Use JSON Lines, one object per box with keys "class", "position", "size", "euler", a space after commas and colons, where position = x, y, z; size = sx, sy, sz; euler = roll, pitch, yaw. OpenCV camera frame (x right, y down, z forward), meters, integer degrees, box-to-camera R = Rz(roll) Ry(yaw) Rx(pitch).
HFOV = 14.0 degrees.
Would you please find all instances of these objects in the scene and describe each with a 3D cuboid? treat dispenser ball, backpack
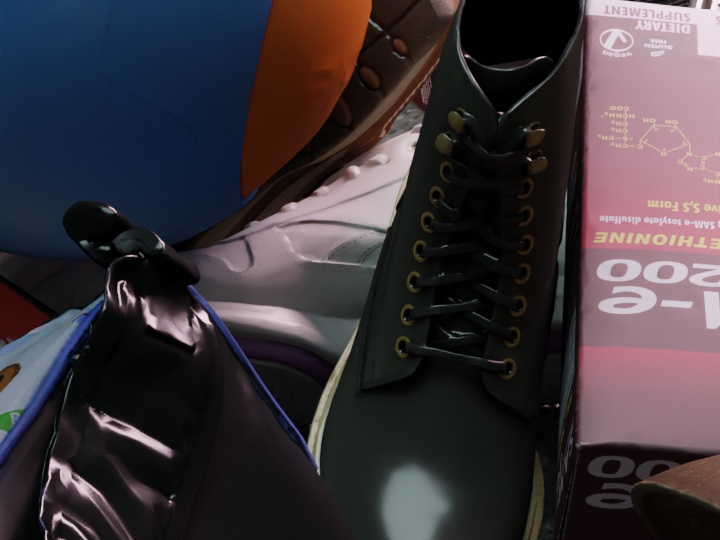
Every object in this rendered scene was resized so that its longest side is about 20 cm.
{"class": "treat dispenser ball", "position": [-0.095, -0.105, 0.971], "size": [0.199, 0.202, 0.201], "euler": [-7, 26, 3]}
{"class": "backpack", "position": [-0.072, 0.119, 0.715], "size": [0.154, 0.200, 0.191], "euler": [-33, 11, 30]}

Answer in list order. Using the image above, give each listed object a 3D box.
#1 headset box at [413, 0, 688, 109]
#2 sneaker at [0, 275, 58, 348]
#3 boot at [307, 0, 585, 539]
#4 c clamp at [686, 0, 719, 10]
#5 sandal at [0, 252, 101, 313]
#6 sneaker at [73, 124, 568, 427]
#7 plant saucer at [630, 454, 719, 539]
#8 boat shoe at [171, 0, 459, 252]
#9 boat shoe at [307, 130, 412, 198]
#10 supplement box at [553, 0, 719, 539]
{"class": "headset box", "position": [0.081, -0.128, 1.283], "size": [0.148, 0.078, 0.200], "euler": [-17, 29, -17]}
{"class": "sneaker", "position": [-0.111, 0.071, 0.962], "size": [0.201, 0.108, 0.067], "euler": [32, -4, 12]}
{"class": "boot", "position": [0.028, 0.007, 0.888], "size": [0.077, 0.139, 0.201], "euler": [7, 56, -2]}
{"class": "c clamp", "position": [0.192, -0.060, 1.091], "size": [0.170, 0.027, 0.200], "euler": [35, 44, -7]}
{"class": "sandal", "position": [-0.135, 0.030, 1.063], "size": [0.206, 0.059, 0.079], "euler": [-41, 19, -17]}
{"class": "sneaker", "position": [0.000, 0.000, 1.023], "size": [0.198, 0.075, 0.100], "euler": [-1, 63, -2]}
{"class": "plant saucer", "position": [0.153, 0.098, 0.683], "size": [0.037, 0.200, 0.200], "euler": [-51, 38, -7]}
{"class": "boat shoe", "position": [-0.029, -0.062, 1.104], "size": [0.200, 0.076, 0.074], "euler": [-36, -16, 38]}
{"class": "boat shoe", "position": [0.068, -0.024, 1.097], "size": [0.199, 0.060, 0.072], "euler": [-19, 69, -13]}
{"class": "supplement box", "position": [0.119, 0.003, 0.938], "size": [0.108, 0.061, 0.201], "euler": [5, 47, 0]}
